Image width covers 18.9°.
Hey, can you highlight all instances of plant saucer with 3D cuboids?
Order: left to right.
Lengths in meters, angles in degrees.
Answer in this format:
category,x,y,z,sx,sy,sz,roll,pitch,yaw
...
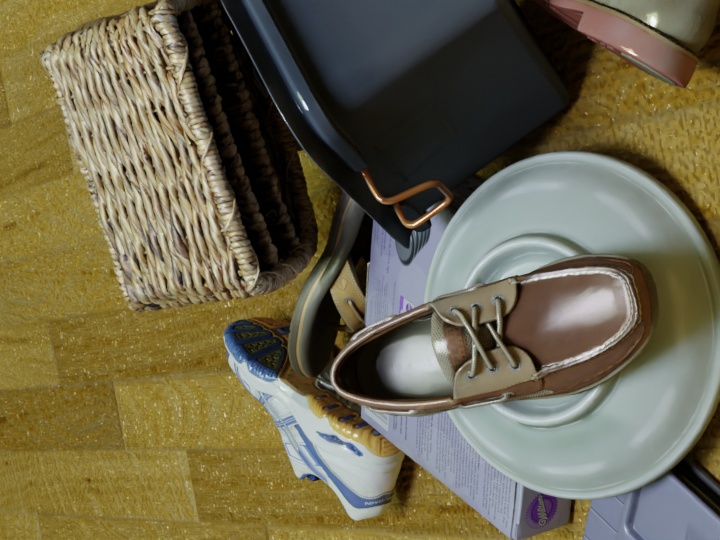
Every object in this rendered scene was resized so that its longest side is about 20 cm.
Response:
category,x,y,z,sx,sy,sz,roll,pitch,yaw
plant saucer,0.109,0.033,1.224,0.200,0.050,0.201,3,95,36

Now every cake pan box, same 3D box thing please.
category,x,y,z,sx,sy,sz,roll,pitch,yaw
cake pan box,0.070,0.048,1.372,0.184,0.052,0.200,35,128,52

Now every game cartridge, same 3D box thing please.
category,x,y,z,sx,sy,sz,roll,pitch,yaw
game cartridge,0.195,0.189,1.225,0.200,0.038,0.130,44,131,45

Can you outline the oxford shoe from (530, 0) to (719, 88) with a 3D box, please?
category,x,y,z,sx,sy,sz,roll,pitch,yaw
oxford shoe,0.137,-0.164,1.192,0.074,0.071,0.200,-59,37,9

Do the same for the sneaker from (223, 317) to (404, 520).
category,x,y,z,sx,sy,sz,roll,pitch,yaw
sneaker,-0.042,0.106,1.556,0.200,0.075,0.088,41,134,47

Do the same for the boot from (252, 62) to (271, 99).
category,x,y,z,sx,sy,sz,roll,pitch,yaw
boot,-0.003,-0.182,1.360,0.075,0.097,0.200,47,141,20

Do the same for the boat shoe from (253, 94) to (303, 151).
category,x,y,z,sx,sy,sz,roll,pitch,yaw
boat shoe,-0.087,-0.114,1.567,0.200,0.067,0.057,0,106,53

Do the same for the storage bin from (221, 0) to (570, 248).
category,x,y,z,sx,sy,sz,roll,pitch,yaw
storage bin,0.033,-0.112,1.231,0.146,0.134,0.200,63,-170,26

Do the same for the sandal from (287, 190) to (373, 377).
category,x,y,z,sx,sy,sz,roll,pitch,yaw
sandal,0.000,0.000,1.467,0.054,0.080,0.200,29,123,8

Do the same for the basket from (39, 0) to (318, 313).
category,x,y,z,sx,sy,sz,roll,pitch,yaw
basket,-0.091,-0.086,1.420,0.149,0.143,0.200,-11,100,50

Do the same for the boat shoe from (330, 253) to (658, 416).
category,x,y,z,sx,sy,sz,roll,pitch,yaw
boat shoe,0.069,0.042,1.178,0.200,0.072,0.076,-22,81,35
